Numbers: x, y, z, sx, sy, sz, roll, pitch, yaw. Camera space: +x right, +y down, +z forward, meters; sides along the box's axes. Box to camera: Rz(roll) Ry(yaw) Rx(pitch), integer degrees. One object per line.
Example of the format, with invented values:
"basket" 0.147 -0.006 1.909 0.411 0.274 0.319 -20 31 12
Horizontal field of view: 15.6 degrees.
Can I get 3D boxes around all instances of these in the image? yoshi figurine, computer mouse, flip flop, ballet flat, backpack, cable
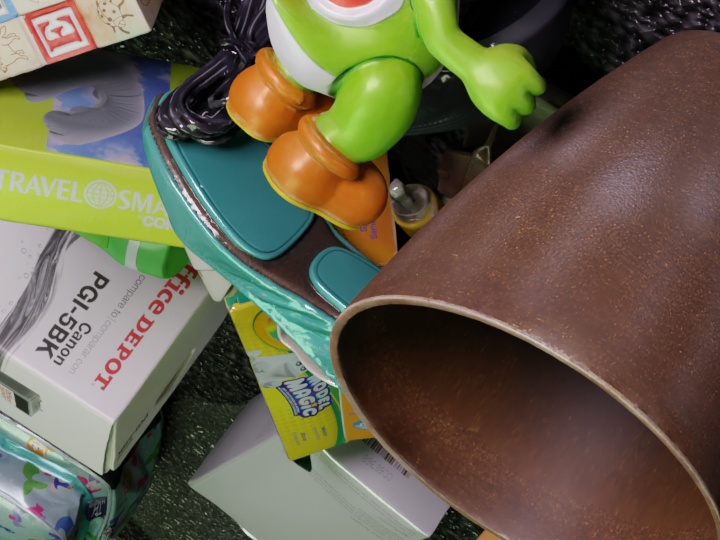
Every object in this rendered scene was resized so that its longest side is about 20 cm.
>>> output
"yoshi figurine" 0.037 -0.116 1.070 0.112 0.112 0.200 36 114 -1
"computer mouse" 0.015 -0.097 1.183 0.199 0.139 0.053 -2 129 37
"flip flop" 0.067 -0.041 1.275 0.081 0.058 0.200 31 155 8
"ballet flat" -0.036 0.003 1.224 0.200 0.067 0.070 41 132 6
"backpack" -0.235 0.129 1.853 0.177 0.151 0.200 31 159 7
"cable" 0.062 0.009 1.295 0.097 0.050 0.200 42 -178 14

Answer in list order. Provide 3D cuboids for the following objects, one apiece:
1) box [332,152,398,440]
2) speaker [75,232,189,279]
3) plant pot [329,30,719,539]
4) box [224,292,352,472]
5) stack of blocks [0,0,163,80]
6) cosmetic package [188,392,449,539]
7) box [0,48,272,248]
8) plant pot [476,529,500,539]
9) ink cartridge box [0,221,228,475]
"box" 0.000 0.000 1.363 0.041 0.120 0.200 -5 148 -2
"speaker" -0.175 -0.076 1.484 0.199 0.089 0.089 31 155 10
"plant pot" 0.116 0.000 1.117 0.186 0.200 0.187 27 154 15
"box" -0.045 0.020 1.446 0.200 0.048 0.118 76 178 -59
"stack of blocks" -0.183 -0.192 1.222 0.115 0.059 0.201 -15 120 17
"cosmetic package" -0.016 0.120 1.634 0.113 0.081 0.200 40 156 -10
"box" -0.115 -0.062 1.307 0.199 0.122 0.048 9 120 -8
"plant pot" 0.143 0.176 1.425 0.140 0.200 0.200 46 158 16
"ink cartridge box" -0.191 0.003 1.568 0.199 0.147 0.083 31 153 7
